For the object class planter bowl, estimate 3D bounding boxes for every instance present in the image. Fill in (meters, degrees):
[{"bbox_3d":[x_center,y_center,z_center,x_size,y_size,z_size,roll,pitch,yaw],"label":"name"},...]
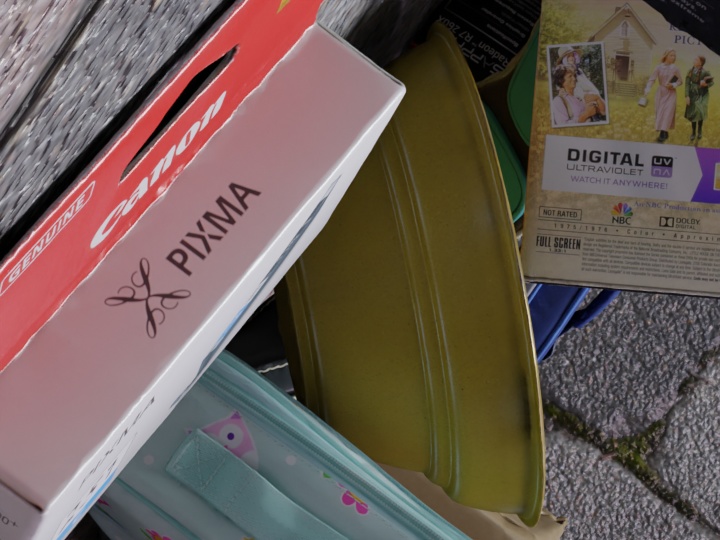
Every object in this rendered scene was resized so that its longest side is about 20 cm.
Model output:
[{"bbox_3d":[0.009,0.009,1.047,0.083,0.201,0.200,-11,169,-5],"label":"planter bowl"}]

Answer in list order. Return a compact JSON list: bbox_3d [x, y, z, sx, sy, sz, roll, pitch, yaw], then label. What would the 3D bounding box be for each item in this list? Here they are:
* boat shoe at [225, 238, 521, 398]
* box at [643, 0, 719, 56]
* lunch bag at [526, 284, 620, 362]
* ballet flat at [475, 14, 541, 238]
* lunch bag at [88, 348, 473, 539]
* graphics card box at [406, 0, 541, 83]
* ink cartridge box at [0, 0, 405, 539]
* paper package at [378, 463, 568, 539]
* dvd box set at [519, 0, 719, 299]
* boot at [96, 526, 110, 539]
[{"bbox_3d":[0.002,0.001,1.261,0.199,0.074,0.066,-26,124,-26],"label":"boat shoe"},{"bbox_3d":[0.150,-0.208,0.877,0.200,0.124,0.197,-52,175,-18],"label":"box"},{"bbox_3d":[0.099,-0.030,1.555,0.200,0.132,0.136,-56,-178,37],"label":"lunch bag"},{"bbox_3d":[0.082,-0.062,1.105,0.062,0.068,0.200,-16,166,-27],"label":"ballet flat"},{"bbox_3d":[-0.018,0.107,1.016,0.077,0.200,0.160,-53,174,-15],"label":"lunch bag"},{"bbox_3d":[0.095,-0.138,1.236,0.200,0.051,0.126,-53,167,-18],"label":"graphics card box"},{"bbox_3d":[-0.054,-0.006,0.805,0.200,0.045,0.176,-51,176,-33],"label":"ink cartridge box"},{"bbox_3d":[-0.024,0.165,1.441,0.200,0.190,0.103,-55,173,9],"label":"paper package"},{"bbox_3d":[0.137,-0.089,0.994,0.029,0.145,0.201,36,58,-87],"label":"dvd box set"},{"bbox_3d":[-0.113,0.170,1.280,0.169,0.076,0.200,-59,-179,13],"label":"boot"}]
